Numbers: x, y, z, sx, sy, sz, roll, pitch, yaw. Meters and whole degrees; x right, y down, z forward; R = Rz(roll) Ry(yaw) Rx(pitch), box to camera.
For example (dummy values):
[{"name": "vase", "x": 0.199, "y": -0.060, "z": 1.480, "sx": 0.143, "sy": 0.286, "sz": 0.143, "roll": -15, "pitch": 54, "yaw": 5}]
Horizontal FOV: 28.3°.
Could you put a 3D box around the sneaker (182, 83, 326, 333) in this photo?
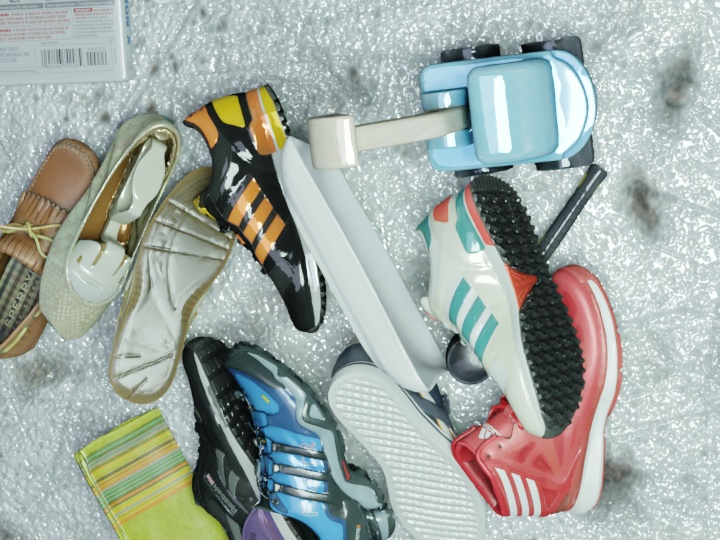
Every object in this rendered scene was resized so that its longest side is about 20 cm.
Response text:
[{"name": "sneaker", "x": -0.085, "y": -0.043, "z": 1.145, "sx": 0.089, "sy": 0.070, "sz": 0.202, "roll": -13, "pitch": 94, "yaw": 1}]

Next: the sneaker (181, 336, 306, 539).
[{"name": "sneaker", "x": -0.116, "y": 0.157, "z": 1.194, "sx": 0.087, "sy": 0.076, "sz": 0.201, "roll": -24, "pitch": 93, "yaw": 21}]

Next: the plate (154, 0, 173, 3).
[{"name": "plate", "x": -0.103, "y": -0.336, "z": 1.121, "sx": 0.199, "sy": 0.032, "sz": 0.201, "roll": -18, "pitch": 94, "yaw": 14}]

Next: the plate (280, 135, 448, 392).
[{"name": "plate", "x": 0.000, "y": 0.000, "z": 1.066, "sx": 0.032, "sy": 0.200, "sz": 0.200, "roll": -30, "pitch": 87, "yaw": 7}]

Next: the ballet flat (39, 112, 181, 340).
[{"name": "ballet flat", "x": -0.203, "y": -0.036, "z": 1.155, "sx": 0.067, "sy": 0.062, "sz": 0.201, "roll": 24, "pitch": 86, "yaw": -30}]

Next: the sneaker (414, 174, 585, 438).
[{"name": "sneaker", "x": 0.098, "y": 0.035, "z": 1.075, "sx": 0.093, "sy": 0.070, "sz": 0.201, "roll": -27, "pitch": 76, "yaw": 42}]

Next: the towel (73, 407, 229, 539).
[{"name": "towel", "x": -0.158, "y": 0.220, "z": 1.209, "sx": 0.201, "sy": 0.086, "sz": 0.018, "roll": 60, "pitch": 148, "yaw": 1}]

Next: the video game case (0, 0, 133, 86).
[{"name": "video game case", "x": -0.289, "y": -0.247, "z": 1.192, "sx": 0.198, "sy": 0.022, "sz": 0.184, "roll": 0, "pitch": 99, "yaw": 14}]

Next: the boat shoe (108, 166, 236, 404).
[{"name": "boat shoe", "x": -0.160, "y": 0.009, "z": 1.175, "sx": 0.074, "sy": 0.066, "sz": 0.201, "roll": 26, "pitch": 82, "yaw": -16}]

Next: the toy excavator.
[{"name": "toy excavator", "x": 0.073, "y": -0.112, "z": 1.039, "sx": 0.193, "sy": 0.200, "sz": 0.101, "roll": -5, "pitch": 97, "yaw": 13}]

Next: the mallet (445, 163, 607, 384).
[{"name": "mallet", "x": 0.132, "y": 0.003, "z": 1.134, "sx": 0.041, "sy": 0.066, "sz": 0.201, "roll": 34, "pitch": 90, "yaw": 2}]

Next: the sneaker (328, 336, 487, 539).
[{"name": "sneaker", "x": 0.045, "y": 0.136, "z": 1.156, "sx": 0.078, "sy": 0.080, "sz": 0.201, "roll": -22, "pitch": 116, "yaw": 19}]

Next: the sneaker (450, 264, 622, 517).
[{"name": "sneaker", "x": 0.133, "y": 0.099, "z": 1.098, "sx": 0.115, "sy": 0.078, "sz": 0.202, "roll": -6, "pitch": 99, "yaw": -29}]

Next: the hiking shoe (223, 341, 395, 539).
[{"name": "hiking shoe", "x": -0.055, "y": 0.150, "z": 1.129, "sx": 0.087, "sy": 0.074, "sz": 0.201, "roll": -36, "pitch": 94, "yaw": -15}]

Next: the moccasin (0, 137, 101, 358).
[{"name": "moccasin", "x": -0.276, "y": -0.017, "z": 1.197, "sx": 0.073, "sy": 0.078, "sz": 0.202, "roll": 34, "pitch": 105, "yaw": 6}]
